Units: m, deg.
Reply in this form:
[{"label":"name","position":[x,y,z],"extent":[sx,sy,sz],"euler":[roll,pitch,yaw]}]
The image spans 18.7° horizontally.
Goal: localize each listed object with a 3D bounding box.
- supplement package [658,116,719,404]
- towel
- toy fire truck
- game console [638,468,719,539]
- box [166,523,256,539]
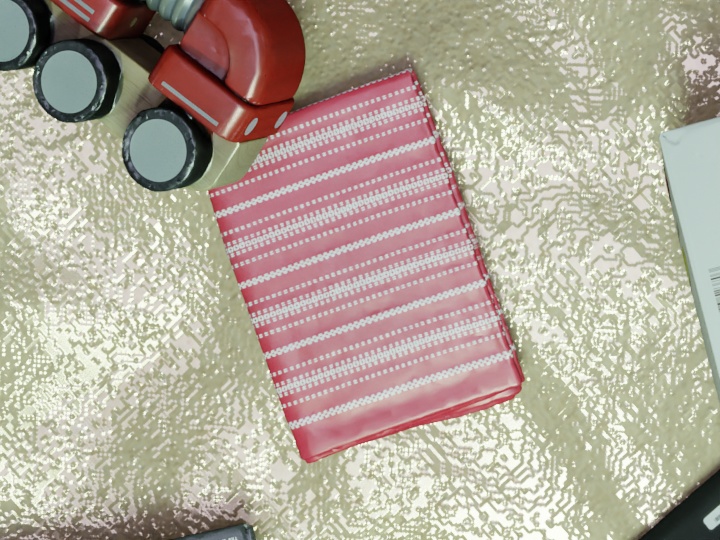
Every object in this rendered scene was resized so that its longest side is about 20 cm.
[{"label":"supplement package","position":[0.259,0.014,1.170],"extent":[0.155,0.111,0.202],"euler":[-14,75,8]},{"label":"towel","position":[0.000,0.000,1.274],"extent":[0.144,0.022,0.201],"euler":[-19,90,11]},{"label":"toy fire truck","position":[-0.094,-0.169,1.229],"extent":[0.176,0.129,0.201],"euler":[37,108,11]},{"label":"game console","position":[0.272,0.191,1.255],"extent":[0.200,0.116,0.176],"euler":[-42,59,8]},{"label":"box","position":[-0.143,0.245,1.265],"extent":[0.198,0.044,0.162],"euler":[-11,82,-5]}]
